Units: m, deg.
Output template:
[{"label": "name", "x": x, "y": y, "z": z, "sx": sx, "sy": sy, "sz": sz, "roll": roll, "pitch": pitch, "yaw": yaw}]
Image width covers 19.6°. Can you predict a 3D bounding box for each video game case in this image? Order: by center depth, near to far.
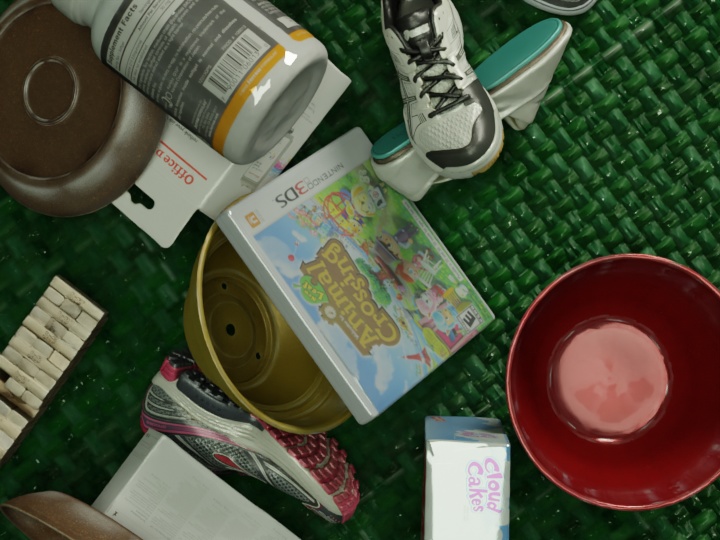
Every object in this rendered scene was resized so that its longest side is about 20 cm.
[{"label": "video game case", "x": 0.000, "y": 0.000, "z": 1.685, "sx": 0.200, "sy": 0.182, "sz": 0.022, "roll": 55, "pitch": 136, "yaw": -1}]

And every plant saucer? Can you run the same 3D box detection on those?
[{"label": "plant saucer", "x": -0.198, "y": 0.232, "z": 1.678, "sx": 0.200, "sy": 0.200, "sz": 0.037, "roll": 34, "pitch": 73, "yaw": 1}, {"label": "plant saucer", "x": -0.245, "y": -0.145, "z": 1.702, "sx": 0.200, "sy": 0.032, "sz": 0.201, "roll": -2, "pitch": 85, "yaw": 28}]

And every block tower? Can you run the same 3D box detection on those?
[{"label": "block tower", "x": -0.286, "y": 0.099, "z": 1.741, "sx": 0.054, "sy": 0.058, "sz": 0.200, "roll": 36, "pitch": 94, "yaw": 1}]

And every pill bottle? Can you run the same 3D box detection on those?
[{"label": "pill bottle", "x": -0.133, "y": -0.182, "z": 1.603, "sx": 0.200, "sy": 0.116, "sz": 0.116, "roll": 38, "pitch": 92, "yaw": 10}]

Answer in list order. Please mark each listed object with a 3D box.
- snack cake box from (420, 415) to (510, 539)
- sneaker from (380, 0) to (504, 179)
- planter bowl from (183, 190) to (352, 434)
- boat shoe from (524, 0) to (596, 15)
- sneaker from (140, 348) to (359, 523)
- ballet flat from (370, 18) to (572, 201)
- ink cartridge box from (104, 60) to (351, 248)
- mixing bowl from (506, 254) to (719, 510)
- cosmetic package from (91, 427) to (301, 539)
[{"label": "snack cake box", "x": 0.082, "y": 0.181, "z": 1.658, "sx": 0.067, "sy": 0.200, "sz": 0.115, "roll": 3, "pitch": 92, "yaw": 1}, {"label": "sneaker", "x": 0.052, "y": -0.162, "z": 1.664, "sx": 0.076, "sy": 0.088, "sz": 0.200, "roll": -26, "pitch": 54, "yaw": 8}, {"label": "planter bowl", "x": -0.082, "y": 0.041, "z": 1.697, "sx": 0.083, "sy": 0.200, "sz": 0.201, "roll": -18, "pitch": 91, "yaw": 42}, {"label": "boat shoe", "x": 0.120, "y": -0.289, "z": 1.713, "sx": 0.070, "sy": 0.066, "sz": 0.200, "roll": -42, "pitch": 90, "yaw": 2}, {"label": "sneaker", "x": -0.089, "y": 0.146, "z": 1.730, "sx": 0.200, "sy": 0.081, "sz": 0.075, "roll": 34, "pitch": 110, "yaw": 7}, {"label": "ballet flat", "x": 0.100, "y": -0.129, "z": 1.724, "sx": 0.200, "sy": 0.069, "sz": 0.069, "roll": -37, "pitch": 90, "yaw": 1}, {"label": "ink cartridge box", "x": -0.118, "y": -0.116, "z": 1.704, "sx": 0.116, "sy": 0.067, "sz": 0.200, "roll": 40, "pitch": 92, "yaw": 29}, {"label": "mixing bowl", "x": 0.209, "y": 0.089, "z": 1.688, "sx": 0.200, "sy": 0.108, "sz": 0.201, "roll": 0, "pitch": 88, "yaw": -4}, {"label": "cosmetic package", "x": -0.116, "y": 0.220, "z": 1.706, "sx": 0.200, "sy": 0.051, "sz": 0.083, "roll": 40, "pitch": 78, "yaw": -19}]
